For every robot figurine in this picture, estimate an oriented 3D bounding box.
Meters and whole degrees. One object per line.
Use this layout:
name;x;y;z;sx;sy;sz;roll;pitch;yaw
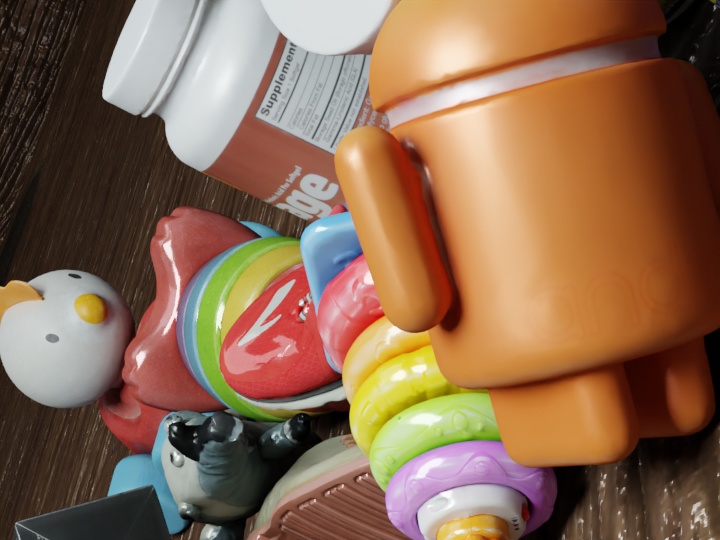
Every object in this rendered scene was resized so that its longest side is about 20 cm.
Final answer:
robot figurine;0.070;-0.032;0.654;0.117;0.142;0.202;-24;-81;-84

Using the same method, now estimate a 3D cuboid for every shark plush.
shark plush;-0.064;0.086;0.930;0.200;0.083;0.092;77;174;-64

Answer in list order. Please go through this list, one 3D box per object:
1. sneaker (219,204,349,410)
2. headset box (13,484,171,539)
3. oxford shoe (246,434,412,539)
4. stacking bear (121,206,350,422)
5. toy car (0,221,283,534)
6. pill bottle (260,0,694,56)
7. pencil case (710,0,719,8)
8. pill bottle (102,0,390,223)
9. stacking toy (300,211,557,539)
sneaker;0.000;0.000;0.847;0.199;0.085;0.078;-30;55;28
headset box;-0.129;0.218;0.920;0.200;0.074;0.150;115;138;-61
oxford shoe;-0.007;0.106;0.874;0.200;0.070;0.074;-38;27;55
stacking bear;-0.037;0.034;0.995;0.199;0.113;0.123;5;81;61
toy car;-0.172;0.049;1.222;0.177;0.199;0.186;-43;29;52
pill bottle;0.055;-0.148;0.760;0.114;0.199;0.116;16;112;45
pencil case;0.161;-0.181;0.715;0.086;0.078;0.201;-21;39;25
pill bottle;-0.038;-0.093;0.998;0.113;0.199;0.113;-56;19;31
stacking toy;0.040;0.073;0.724;0.117;0.109;0.201;79;-176;-52
